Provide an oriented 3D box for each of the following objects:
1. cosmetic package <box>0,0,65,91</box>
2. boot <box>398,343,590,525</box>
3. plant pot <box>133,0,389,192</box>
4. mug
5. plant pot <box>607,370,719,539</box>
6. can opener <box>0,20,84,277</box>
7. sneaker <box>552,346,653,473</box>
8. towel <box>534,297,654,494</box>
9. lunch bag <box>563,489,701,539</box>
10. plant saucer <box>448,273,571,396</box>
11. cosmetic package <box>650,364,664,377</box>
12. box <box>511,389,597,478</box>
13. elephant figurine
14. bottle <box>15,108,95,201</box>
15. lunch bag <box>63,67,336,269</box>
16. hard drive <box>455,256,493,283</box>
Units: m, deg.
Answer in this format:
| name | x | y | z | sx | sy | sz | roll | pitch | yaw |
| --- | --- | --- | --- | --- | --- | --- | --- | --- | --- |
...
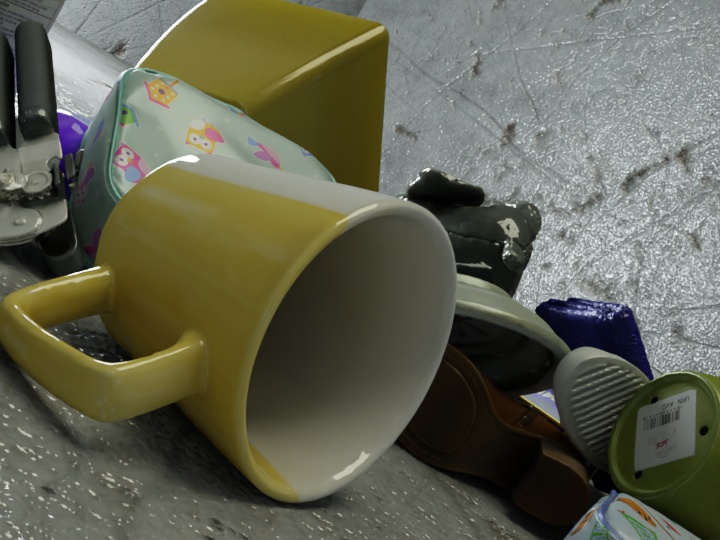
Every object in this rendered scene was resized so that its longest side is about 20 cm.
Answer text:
| name | x | y | z | sx | sy | sz | roll | pitch | yaw |
| --- | --- | --- | --- | --- | --- | --- | --- | --- | --- |
| cosmetic package | -0.275 | -0.195 | 0.697 | 0.087 | 0.201 | 0.103 | 33 | 6 | 7 |
| boot | 0.086 | 0.104 | 0.750 | 0.199 | 0.077 | 0.155 | 32 | 5 | 2 |
| plant pot | -0.107 | -0.134 | 0.937 | 0.199 | 0.201 | 0.176 | 20 | 34 | 25 |
| mug | -0.063 | 0.006 | 0.485 | 0.153 | 0.150 | 0.186 | 27 | -5 | 35 |
| plant pot | 0.271 | 0.157 | 0.685 | 0.199 | 0.188 | 0.187 | 34 | 5 | -22 |
| can opener | -0.210 | -0.079 | 0.612 | 0.067 | 0.052 | 0.201 | 86 | -13 | -51 |
| sneaker | 0.185 | 0.111 | 0.755 | 0.200 | 0.074 | 0.082 | 46 | -6 | -40 |
| towel | 0.237 | 0.119 | 0.913 | 0.201 | 0.049 | 0.148 | 69 | -17 | -9 |
| lunch bag | 0.177 | 0.192 | 0.526 | 0.160 | 0.076 | 0.200 | 37 | 6 | 20 |
| plant saucer | 0.064 | 0.044 | 0.761 | 0.199 | 0.051 | 0.200 | 9 | -23 | 4 |
| cosmetic package | 0.588 | 0.256 | 1.997 | 0.090 | 0.107 | 0.200 | 30 | 8 | -9 |
| box | 0.128 | 0.109 | 0.874 | 0.199 | 0.070 | 0.064 | 34 | 40 | 15 |
| elephant figurine | 0.078 | -0.037 | 1.040 | 0.199 | 0.156 | 0.142 | 24 | 46 | 11 |
| bottle | -0.217 | -0.084 | 0.754 | 0.083 | 0.066 | 0.200 | 31 | 6 | 4 |
| lunch bag | -0.106 | -0.038 | 0.684 | 0.199 | 0.077 | 0.161 | 26 | 42 | -29 |
| hard drive | 0.000 | 0.000 | 0.850 | 0.198 | 0.033 | 0.140 | 2 | 2 | -8 |
